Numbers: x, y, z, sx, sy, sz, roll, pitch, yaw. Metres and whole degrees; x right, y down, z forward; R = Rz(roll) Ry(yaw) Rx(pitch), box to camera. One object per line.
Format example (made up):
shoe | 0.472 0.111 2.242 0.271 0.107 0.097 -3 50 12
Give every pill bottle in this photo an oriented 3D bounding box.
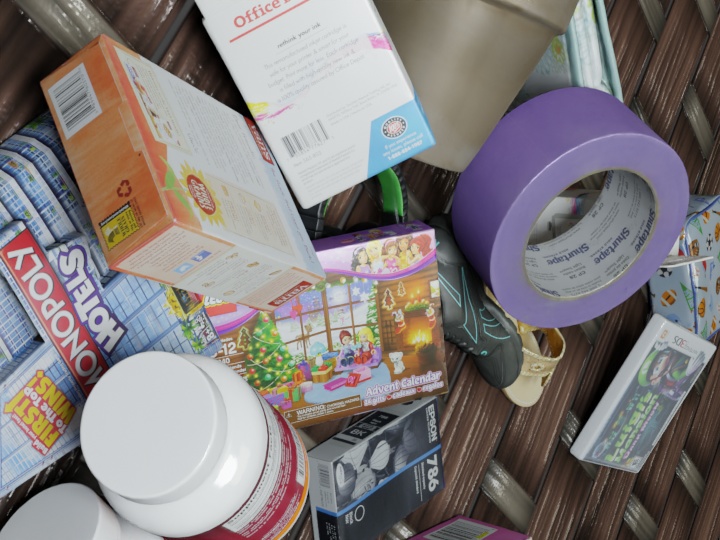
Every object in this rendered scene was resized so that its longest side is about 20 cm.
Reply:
pill bottle | -0.106 0.121 0.731 0.200 0.111 0.115 63 46 -67
pill bottle | -0.160 0.239 0.764 0.113 0.111 0.201 -55 134 -29

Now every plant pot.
plant pot | 0.063 -0.185 0.937 0.198 0.199 0.176 6 108 -51

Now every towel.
towel | 0.178 -0.217 1.068 0.048 0.171 0.203 -22 117 -16

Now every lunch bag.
lunch bag | 0.450 0.002 1.521 0.159 0.075 0.204 -29 117 -48

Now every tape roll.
tape roll | 0.186 -0.054 0.998 0.197 0.085 0.203 -13 130 -16

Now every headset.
headset | 0.000 0.000 0.939 0.122 0.093 0.204 -6 108 -50

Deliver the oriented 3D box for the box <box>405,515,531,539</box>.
box | 0.082 0.370 1.103 0.174 0.096 0.204 -9 102 -50

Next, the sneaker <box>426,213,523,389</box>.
sneaker | 0.094 0.044 1.096 0.079 0.075 0.202 -42 118 -27

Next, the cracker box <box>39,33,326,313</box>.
cracker box | -0.110 -0.054 0.738 0.199 0.057 0.136 22 40 -63

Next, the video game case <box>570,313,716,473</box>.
video game case | 0.362 0.162 1.419 0.181 0.023 0.202 21 102 -50

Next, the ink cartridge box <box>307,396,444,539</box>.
ink cartridge box | 0.029 0.181 1.051 0.199 0.039 0.101 -26 115 -47

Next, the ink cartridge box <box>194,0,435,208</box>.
ink cartridge box | -0.038 -0.164 0.823 0.068 0.114 0.202 -94 158 -67

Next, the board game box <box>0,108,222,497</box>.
board game box | -0.204 0.034 0.717 0.200 0.061 0.202 -49 131 -36

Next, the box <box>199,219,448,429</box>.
box | -0.032 0.048 0.874 0.196 0.039 0.139 -12 107 -16

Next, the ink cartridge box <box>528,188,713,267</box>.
ink cartridge box | 0.258 -0.047 1.170 0.116 0.198 0.069 -10 104 -50

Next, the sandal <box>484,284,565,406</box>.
sandal | 0.184 0.078 1.202 0.078 0.069 0.213 -53 133 -31
